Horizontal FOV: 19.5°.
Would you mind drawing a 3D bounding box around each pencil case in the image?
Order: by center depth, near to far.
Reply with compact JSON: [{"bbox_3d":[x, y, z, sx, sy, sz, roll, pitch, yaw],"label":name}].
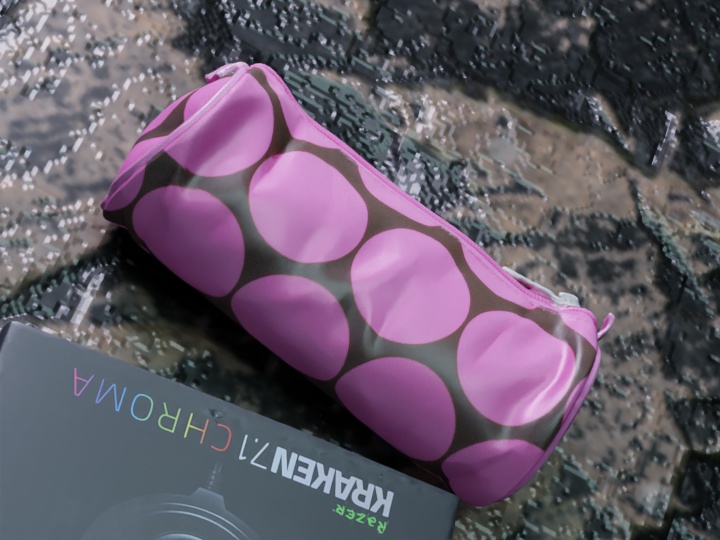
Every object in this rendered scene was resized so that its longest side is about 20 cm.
[{"bbox_3d":[0.000,0.000,0.818,0.200,0.091,0.094,38,89,-5],"label":"pencil case"}]

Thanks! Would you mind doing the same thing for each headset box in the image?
[{"bbox_3d":[-0.078,0.148,0.696,0.173,0.093,0.201,23,57,-12],"label":"headset box"}]
